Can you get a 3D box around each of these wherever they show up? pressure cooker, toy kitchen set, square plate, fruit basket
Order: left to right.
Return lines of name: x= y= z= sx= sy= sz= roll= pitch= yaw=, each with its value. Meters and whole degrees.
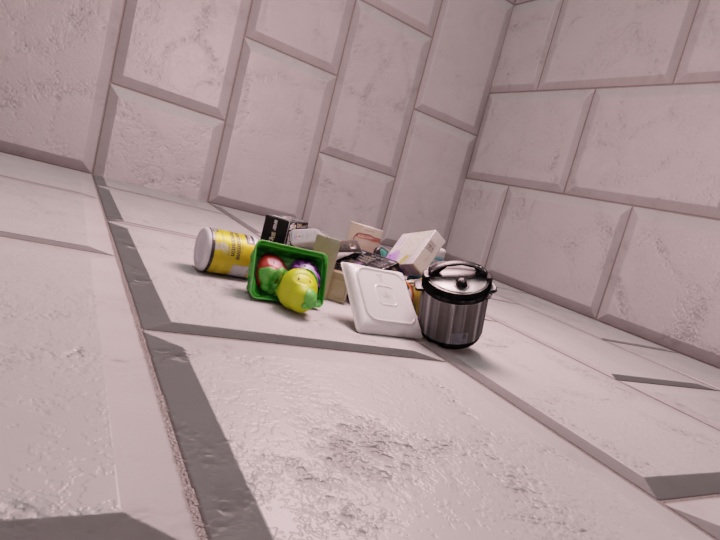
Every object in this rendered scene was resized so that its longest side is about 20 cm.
fruit basket: x=-0.162 y=0.020 z=1.248 sx=0.210 sy=0.160 sz=0.216 roll=6 pitch=-8 yaw=1
toy kitchen set: x=-0.113 y=-0.024 z=1.524 sx=0.195 sy=0.167 sz=0.180 roll=16 pitch=7 yaw=1
square plate: x=0.056 y=0.068 z=1.293 sx=0.196 sy=0.028 sz=0.201 roll=11 pitch=49 yaw=-33
pressure cooker: x=0.234 y=0.068 z=1.303 sx=0.174 sy=0.204 sz=0.177 roll=-25 pitch=39 yaw=-39

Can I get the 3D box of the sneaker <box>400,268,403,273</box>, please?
sneaker: x=0.061 y=0.026 z=1.642 sx=0.198 sy=0.083 sz=0.082 roll=-25 pitch=81 yaw=-48

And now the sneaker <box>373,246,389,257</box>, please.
sneaker: x=0.082 y=0.004 z=1.853 sx=0.087 sy=0.074 sz=0.202 roll=8 pitch=-46 yaw=53

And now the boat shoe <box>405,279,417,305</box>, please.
boat shoe: x=0.167 y=0.071 z=1.627 sx=0.195 sy=0.073 sz=0.076 roll=-14 pitch=-18 yaw=-3

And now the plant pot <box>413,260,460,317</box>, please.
plant pot: x=0.231 y=0.080 z=1.521 sx=0.139 sy=0.205 sz=0.200 roll=-6 pitch=1 yaw=16

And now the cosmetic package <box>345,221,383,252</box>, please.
cosmetic package: x=-0.002 y=-0.062 z=1.891 sx=0.102 sy=0.205 sz=0.087 roll=9 pitch=9 yaw=-39

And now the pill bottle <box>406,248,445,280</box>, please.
pill bottle: x=0.224 y=0.010 z=1.847 sx=0.108 sy=0.205 sz=0.111 roll=15 pitch=6 yaw=-2

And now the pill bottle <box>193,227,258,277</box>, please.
pill bottle: x=-0.331 y=-0.042 z=1.392 sx=0.197 sy=0.115 sz=0.111 roll=10 pitch=9 yaw=-36

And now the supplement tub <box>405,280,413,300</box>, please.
supplement tub: x=0.085 y=0.072 z=1.465 sx=0.105 sy=0.109 sz=0.199 roll=19 pitch=7 yaw=24

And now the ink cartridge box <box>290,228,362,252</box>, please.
ink cartridge box: x=-0.100 y=-0.090 z=1.607 sx=0.195 sy=0.059 sz=0.163 roll=-7 pitch=-11 yaw=6

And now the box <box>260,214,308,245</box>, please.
box: x=-0.253 y=-0.090 z=1.704 sx=0.084 sy=0.168 sz=0.200 roll=17 pitch=8 yaw=10

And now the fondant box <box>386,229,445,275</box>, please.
fondant box: x=0.170 y=-0.055 z=1.731 sx=0.058 sy=0.145 sz=0.199 roll=44 pitch=-20 yaw=-19

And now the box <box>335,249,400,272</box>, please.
box: x=0.000 y=0.000 z=1.587 sx=0.158 sy=0.044 sz=0.198 roll=-25 pitch=26 yaw=-29

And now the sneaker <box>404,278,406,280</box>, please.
sneaker: x=0.172 y=0.080 z=1.742 sx=0.197 sy=0.082 sz=0.088 roll=27 pitch=7 yaw=26

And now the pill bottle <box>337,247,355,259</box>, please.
pill bottle: x=-0.098 y=-0.043 z=1.765 sx=0.197 sy=0.114 sz=0.110 roll=6 pitch=0 yaw=40
